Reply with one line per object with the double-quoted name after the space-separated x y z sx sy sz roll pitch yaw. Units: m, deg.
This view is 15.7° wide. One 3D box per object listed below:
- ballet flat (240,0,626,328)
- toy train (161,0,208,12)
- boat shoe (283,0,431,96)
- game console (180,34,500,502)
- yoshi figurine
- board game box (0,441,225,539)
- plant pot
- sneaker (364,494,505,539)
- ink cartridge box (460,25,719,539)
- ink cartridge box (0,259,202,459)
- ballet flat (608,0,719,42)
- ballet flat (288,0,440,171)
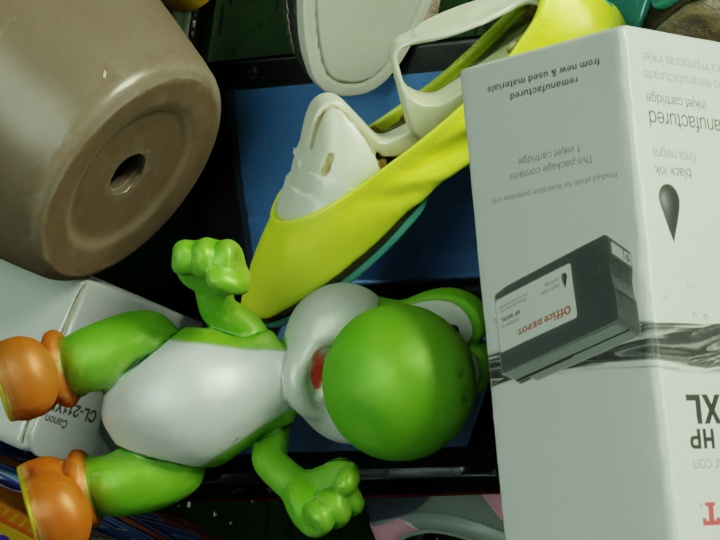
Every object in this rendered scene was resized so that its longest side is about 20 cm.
0.018 -0.058 1.080 0.200 0.067 0.067 -35 24 7 "ballet flat"
-0.096 -0.180 1.299 0.200 0.056 0.150 -29 53 25 "toy train"
-0.007 -0.177 1.121 0.060 0.074 0.200 19 110 50 "boat shoe"
0.000 0.000 1.121 0.200 0.119 0.172 -4 39 24 "game console"
-0.039 0.048 1.024 0.200 0.112 0.112 -13 50 -8 "yoshi figurine"
-0.174 0.188 1.172 0.200 0.200 0.200 23 91 31 "board game box"
-0.158 -0.087 1.142 0.175 0.200 0.200 38 98 22 "plant pot"
0.092 0.096 1.135 0.200 0.070 0.082 0 98 30 "sneaker"
0.122 0.019 0.997 0.084 0.145 0.200 -12 80 42 "ink cartridge box"
-0.179 0.027 1.242 0.200 0.146 0.083 20 87 30 "ink cartridge box"
0.147 -0.112 1.098 0.067 0.200 0.068 22 89 -11 "ballet flat"
-0.016 -0.064 1.217 0.068 0.067 0.200 8 83 30 "ballet flat"
